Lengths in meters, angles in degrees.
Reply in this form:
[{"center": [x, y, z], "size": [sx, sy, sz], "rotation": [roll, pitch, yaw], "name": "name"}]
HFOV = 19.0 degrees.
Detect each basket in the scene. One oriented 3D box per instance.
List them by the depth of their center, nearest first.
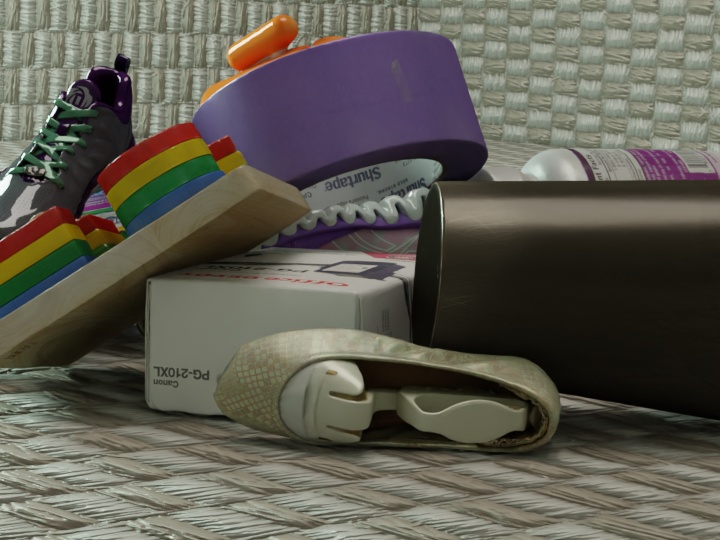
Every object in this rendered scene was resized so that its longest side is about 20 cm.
[{"center": [0.137, 0.010, 1.283], "size": [0.199, 0.137, 0.181], "rotation": [5, -32, -7], "name": "basket"}]

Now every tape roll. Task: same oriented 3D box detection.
[{"center": [-0.015, -0.091, 1.528], "size": [0.199, 0.085, 0.200], "rotation": [-17, -13, -4], "name": "tape roll"}]

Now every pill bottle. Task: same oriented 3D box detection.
[{"center": [0.179, -0.034, 1.594], "size": [0.199, 0.113, 0.112], "rotation": [-1, 7, -19], "name": "pill bottle"}]

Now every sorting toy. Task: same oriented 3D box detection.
[{"center": [-0.145, -0.020, 1.353], "size": [0.198, 0.070, 0.200], "rotation": [-32, -6, 5], "name": "sorting toy"}]

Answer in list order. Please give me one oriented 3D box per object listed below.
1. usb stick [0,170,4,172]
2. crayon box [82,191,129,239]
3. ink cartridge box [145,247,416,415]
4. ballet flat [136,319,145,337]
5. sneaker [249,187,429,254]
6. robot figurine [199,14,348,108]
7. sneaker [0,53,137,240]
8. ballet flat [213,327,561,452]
[{"center": [-0.255, -0.002, 1.473], "size": [0.055, 0.033, 0.200], "rotation": [-12, 37, 6], "name": "usb stick"}, {"center": [-0.220, -0.023, 1.568], "size": [0.199, 0.058, 0.119], "rotation": [-10, 30, 14], "name": "crayon box"}, {"center": [-0.031, 0.037, 1.365], "size": [0.144, 0.085, 0.200], "rotation": [3, 7, 20], "name": "ink cartridge box"}, {"center": [-0.066, 0.019, 1.560], "size": [0.199, 0.068, 0.046], "rotation": [-4, -22, -16], "name": "ballet flat"}, {"center": [0.000, 0.000, 1.530], "size": [0.199, 0.089, 0.080], "rotation": [-13, -12, -25], "name": "sneaker"}, {"center": [-0.054, -0.123, 1.771], "size": [0.199, 0.144, 0.117], "rotation": [-21, -30, 18], "name": "robot figurine"}, {"center": [-0.214, -0.083, 1.483], "size": [0.074, 0.088, 0.200], "rotation": [15, 30, 11], "name": "sneaker"}, {"center": [0.017, 0.070, 1.211], "size": [0.199, 0.068, 0.062], "rotation": [1, 17, -4], "name": "ballet flat"}]
